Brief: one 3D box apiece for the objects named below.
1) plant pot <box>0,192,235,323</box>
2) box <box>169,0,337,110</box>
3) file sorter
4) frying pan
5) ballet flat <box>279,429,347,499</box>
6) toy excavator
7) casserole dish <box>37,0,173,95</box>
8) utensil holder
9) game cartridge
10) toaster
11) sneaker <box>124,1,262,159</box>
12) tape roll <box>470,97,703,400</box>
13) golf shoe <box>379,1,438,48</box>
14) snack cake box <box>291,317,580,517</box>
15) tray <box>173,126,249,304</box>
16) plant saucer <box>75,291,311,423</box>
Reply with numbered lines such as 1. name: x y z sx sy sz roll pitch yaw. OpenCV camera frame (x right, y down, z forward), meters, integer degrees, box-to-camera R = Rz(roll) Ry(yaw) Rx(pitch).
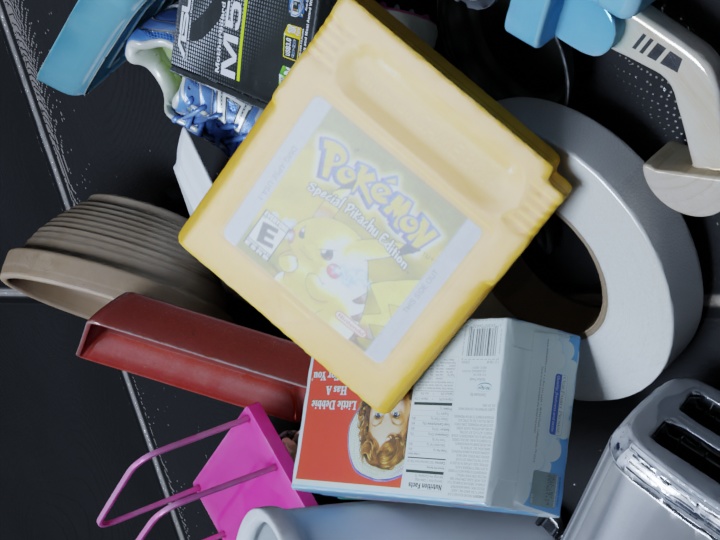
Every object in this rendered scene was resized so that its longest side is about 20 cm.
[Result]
1. plant pot: -0.192 -0.005 1.392 0.200 0.200 0.093 2 73 51
2. box: -0.055 -0.209 1.087 0.193 0.047 0.202 28 113 52
3. file sorter: -0.105 0.238 1.322 0.201 0.125 0.139 58 142 19
4. frying pan: 0.109 -0.105 1.031 0.191 0.031 0.115 61 154 -8
5. ballet flat: -0.011 0.146 1.315 0.199 0.074 0.075 -15 100 53
6. toy excavator: 0.145 -0.147 0.920 0.199 0.100 0.195 34 137 23
7. casserole dish: -0.180 -0.199 1.279 0.039 0.121 0.200 43 144 -3
8. utensil holder: 0.027 0.243 1.172 0.170 0.198 0.172 178 90 -70
9. game cartridge: 0.006 -0.038 1.007 0.176 0.032 0.200 39 119 4
10. toaster: 0.206 0.155 0.997 0.199 0.113 0.130 34 132 23
11. sneaker: -0.102 -0.116 1.258 0.200 0.077 0.076 50 141 16
12. tape roll: 0.121 -0.011 1.046 0.202 0.037 0.204 31 141 29
13. golf shoe: -0.006 -0.096 1.116 0.200 0.075 0.092 123 153 -63
14. snack cake box: 0.045 0.094 1.083 0.199 0.067 0.116 -4 76 52
15. tray: -0.113 -0.033 1.285 0.108 0.022 0.200 63 174 10
16. plant saucer: -0.118 0.067 1.303 0.200 0.198 0.037 141 145 -75
